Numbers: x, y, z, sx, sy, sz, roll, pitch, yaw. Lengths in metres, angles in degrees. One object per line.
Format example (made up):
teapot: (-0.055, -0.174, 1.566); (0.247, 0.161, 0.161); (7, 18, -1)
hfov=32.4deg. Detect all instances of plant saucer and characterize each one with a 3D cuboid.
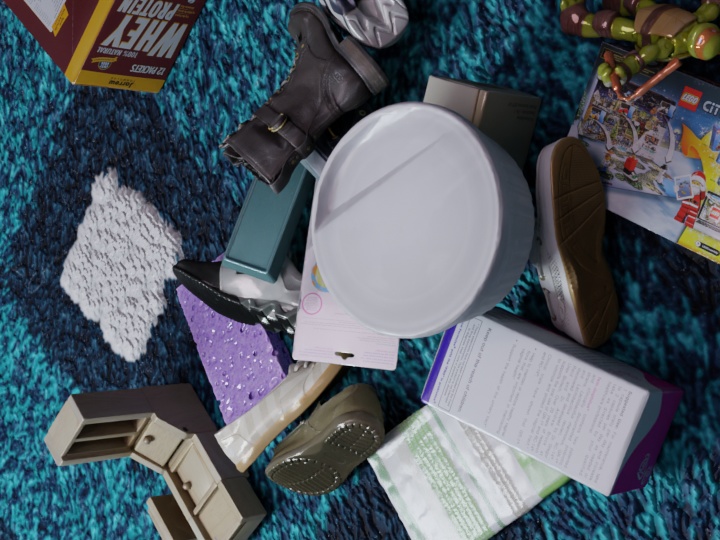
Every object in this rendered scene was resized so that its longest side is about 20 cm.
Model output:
plant saucer: (-0.089, -0.090, 1.346); (0.070, 0.019, 0.201); (18, 83, 21)

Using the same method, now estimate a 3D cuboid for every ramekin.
ramekin: (0.061, -0.042, 1.089); (0.202, 0.094, 0.203); (-2, 86, 36)

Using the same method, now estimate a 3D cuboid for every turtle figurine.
turtle figurine: (0.260, -0.214, 1.058); (0.200, 0.064, 0.161); (-42, 42, -10)

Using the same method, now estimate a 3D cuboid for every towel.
towel: (0.108, 0.195, 1.248); (0.200, 0.031, 0.149); (-41, 69, 30)

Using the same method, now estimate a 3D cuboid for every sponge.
sponge: (-0.141, 0.085, 1.441); (0.111, 0.030, 0.201); (-35, 69, 34)

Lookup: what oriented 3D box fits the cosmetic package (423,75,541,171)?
cosmetic package: (0.097, -0.080, 1.191); (0.073, 0.103, 0.201); (22, 106, 36)

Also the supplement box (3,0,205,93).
supplement box: (-0.302, -0.354, 1.485); (0.200, 0.133, 0.198); (48, 119, 27)

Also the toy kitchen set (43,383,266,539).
toy kitchen set: (-0.255, 0.265, 1.444); (0.200, 0.180, 0.163); (53, 123, 29)

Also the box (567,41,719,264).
box: (0.277, -0.102, 1.084); (0.200, 0.038, 0.137); (31, 111, 34)

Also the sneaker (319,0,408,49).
sneaker: (-0.028, -0.312, 1.261); (0.079, 0.130, 0.199); (-43, 99, 0)

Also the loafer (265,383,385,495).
loafer: (-0.033, 0.184, 1.333); (0.200, 0.076, 0.068); (-36, 27, 45)

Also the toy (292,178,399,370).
toy: (0.000, 0.000, 1.303); (0.115, 0.047, 0.201); (5, 86, 20)

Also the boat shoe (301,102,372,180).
boat shoe: (-0.007, -0.120, 1.261); (0.091, 0.071, 0.200); (-39, 51, -2)

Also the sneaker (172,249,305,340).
sneaker: (-0.113, 0.013, 1.380); (0.199, 0.074, 0.089); (19, 68, 20)

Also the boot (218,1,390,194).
boot: (-0.077, -0.178, 1.262); (0.174, 0.069, 0.200); (-42, 40, 0)

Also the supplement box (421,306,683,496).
supplement box: (0.173, 0.113, 1.122); (0.200, 0.101, 0.104); (23, 98, 32)

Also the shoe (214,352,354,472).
shoe: (-0.079, 0.135, 1.339); (0.200, 0.070, 0.053); (-45, 84, 11)

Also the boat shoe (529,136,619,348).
boat shoe: (0.179, -0.025, 1.119); (0.069, 0.071, 0.201); (16, 125, 49)
